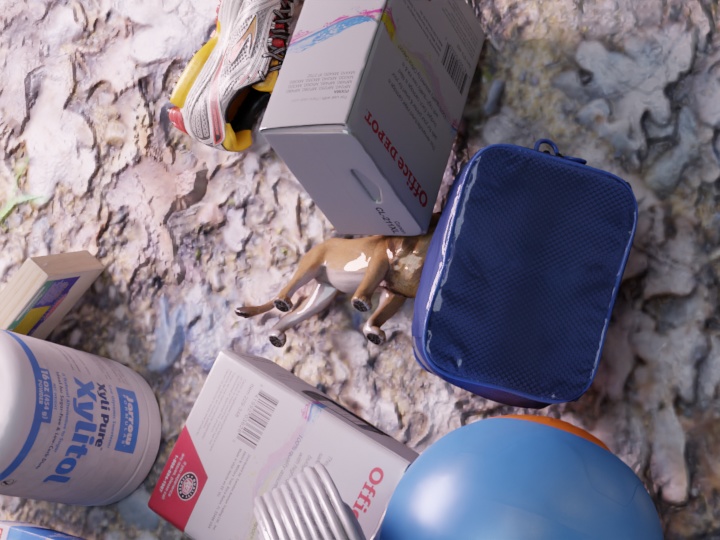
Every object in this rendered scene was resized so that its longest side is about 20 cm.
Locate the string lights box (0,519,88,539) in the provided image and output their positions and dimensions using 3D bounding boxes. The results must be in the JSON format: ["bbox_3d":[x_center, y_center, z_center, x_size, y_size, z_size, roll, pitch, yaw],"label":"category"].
[{"bbox_3d":[-0.238,0.281,1.512,0.199,0.059,0.103,9,85,31],"label":"string lights box"}]

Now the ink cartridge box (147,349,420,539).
[{"bbox_3d":[-0.050,0.173,1.416,0.200,0.086,0.148,30,95,29],"label":"ink cartridge box"}]

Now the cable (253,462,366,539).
[{"bbox_3d":[-0.017,0.237,1.235,0.069,0.200,0.201,-20,69,-7],"label":"cable"}]

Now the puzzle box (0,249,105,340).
[{"bbox_3d":[-0.315,0.065,1.564,0.025,0.133,0.200,43,101,8],"label":"puzzle box"}]

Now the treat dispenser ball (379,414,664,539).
[{"bbox_3d":[0.112,0.201,1.252,0.200,0.201,0.202,-7,75,28],"label":"treat dispenser ball"}]

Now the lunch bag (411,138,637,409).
[{"bbox_3d":[0.117,-0.002,1.328,0.135,0.132,0.201,18,85,-3],"label":"lunch bag"}]

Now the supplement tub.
[{"bbox_3d":[-0.271,0.123,1.485,0.131,0.200,0.133,-7,76,28],"label":"supplement tub"}]

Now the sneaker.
[{"bbox_3d":[-0.083,-0.192,1.533,0.082,0.078,0.201,35,106,27],"label":"sneaker"}]

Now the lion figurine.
[{"bbox_3d":[0.000,0.000,1.435,0.199,0.073,0.123,3,46,36],"label":"lion figurine"}]

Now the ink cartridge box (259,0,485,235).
[{"bbox_3d":[0.013,-0.147,1.384,0.082,0.146,0.201,0,57,30],"label":"ink cartridge box"}]
